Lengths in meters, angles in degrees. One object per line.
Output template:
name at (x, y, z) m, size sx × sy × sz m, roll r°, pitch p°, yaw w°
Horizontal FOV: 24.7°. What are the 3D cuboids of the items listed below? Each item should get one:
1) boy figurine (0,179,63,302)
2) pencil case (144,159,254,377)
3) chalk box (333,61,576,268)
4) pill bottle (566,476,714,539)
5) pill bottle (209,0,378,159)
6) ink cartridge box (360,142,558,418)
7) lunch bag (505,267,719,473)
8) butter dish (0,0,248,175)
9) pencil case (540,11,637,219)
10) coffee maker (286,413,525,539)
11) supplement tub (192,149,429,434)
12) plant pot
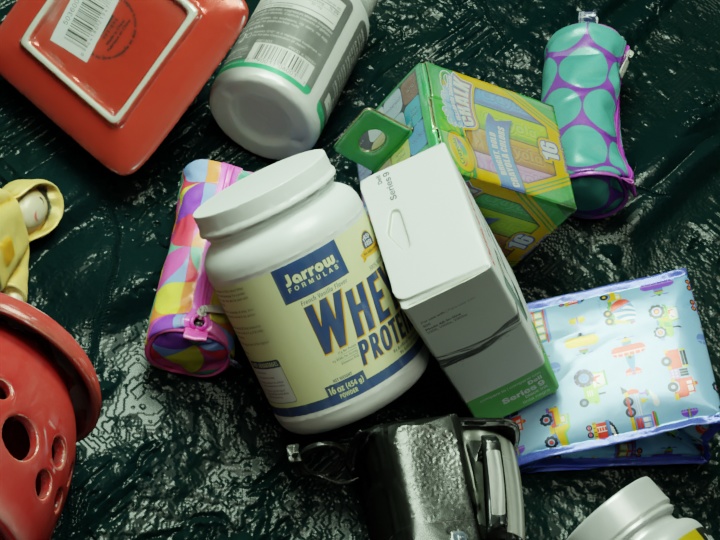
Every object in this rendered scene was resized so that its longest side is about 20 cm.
boy figurine at (-0.308, -0.017, 1.401) m, size 0.064 × 0.126 × 0.200 m, roll -9°, pitch 22°, yaw 15°
pencil case at (-0.134, -0.003, 1.441) m, size 0.087 × 0.089 × 0.202 m, roll 10°, pitch 55°, yaw -6°
chalk box at (0.074, -0.093, 1.484) m, size 0.198 × 0.124 × 0.125 m, roll 13°, pitch 52°, yaw -30°
pill bottle at (0.260, 0.275, 1.330) m, size 0.114 × 0.115 × 0.201 m, roll -28°, pitch 68°, yaw -26°
pill bottle at (-0.058, -0.214, 1.576) m, size 0.112 × 0.114 × 0.201 m, roll 23°, pitch 55°, yaw 3°
ink cartridge box at (0.085, 0.014, 1.389) m, size 0.083 × 0.200 × 0.147 m, roll -25°, pitch 51°, yaw 8°
lunch bag at (0.204, 0.096, 1.459) m, size 0.197 × 0.094 × 0.152 m, roll -6°, pitch 60°, yaw -3°
butter dish at (-0.206, -0.214, 1.534) m, size 0.199 × 0.148 × 0.201 m, roll 40°, pitch 99°, yaw 13°
pencil case at (0.224, -0.150, 1.614) m, size 0.091 × 0.085 × 0.202 m, roll -7°, pitch 55°, yaw 18°
coffee maker at (0.052, 0.234, 1.319) m, size 0.190 × 0.135 × 0.202 m, roll -13°, pitch 57°, yaw 7°
supplement tub at (-0.042, 0.017, 1.365) m, size 0.144 × 0.144 × 0.202 m, roll -33°, pitch 105°, yaw -28°
plant pot at (-0.309, 0.126, 1.254) m, size 0.198 × 0.201 × 0.184 m, roll 19°, pitch 49°, yaw 1°
